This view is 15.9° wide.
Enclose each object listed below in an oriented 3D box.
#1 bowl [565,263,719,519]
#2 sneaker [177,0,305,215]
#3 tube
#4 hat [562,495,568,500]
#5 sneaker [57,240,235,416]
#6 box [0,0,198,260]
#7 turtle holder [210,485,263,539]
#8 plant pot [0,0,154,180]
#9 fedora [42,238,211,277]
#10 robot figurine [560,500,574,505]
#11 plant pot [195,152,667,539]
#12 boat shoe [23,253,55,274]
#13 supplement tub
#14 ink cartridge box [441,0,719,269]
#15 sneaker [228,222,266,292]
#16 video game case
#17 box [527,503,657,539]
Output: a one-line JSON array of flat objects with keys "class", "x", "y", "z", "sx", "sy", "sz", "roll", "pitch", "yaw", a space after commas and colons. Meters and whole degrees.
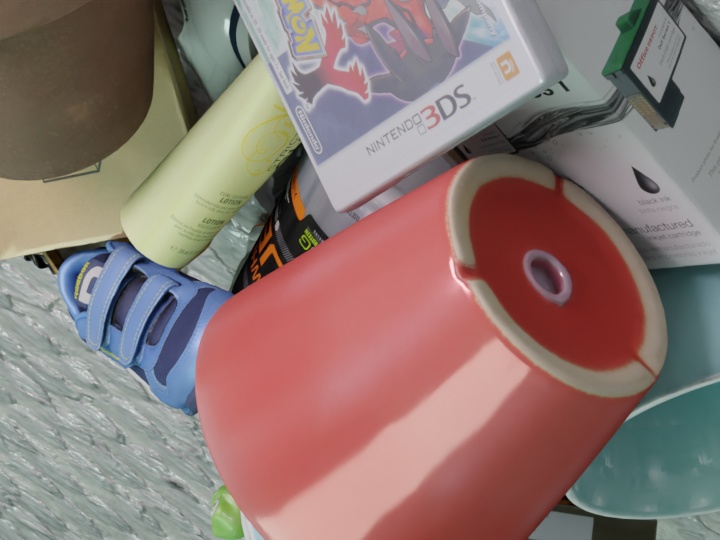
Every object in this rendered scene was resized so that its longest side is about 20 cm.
[{"class": "bowl", "x": 0.194, "y": 0.048, "z": 1.392, "sx": 0.200, "sy": 0.105, "sz": 0.201, "roll": -11, "pitch": 153, "yaw": -6}, {"class": "sneaker", "x": -0.059, "y": -0.109, "z": 1.482, "sx": 0.080, "sy": 0.076, "sz": 0.200, "roll": 25, "pitch": 147, "yaw": 27}, {"class": "tube", "x": -0.056, "y": -0.080, "z": 1.398, "sx": 0.052, "sy": 0.058, "sz": 0.200, "roll": 40, "pitch": 120, "yaw": -8}, {"class": "hat", "x": 0.116, "y": 0.081, "z": 1.492, "sx": 0.081, "sy": 0.200, "sz": 0.201, "roll": 55, "pitch": 170, "yaw": 35}, {"class": "sneaker", "x": -0.121, "y": 0.029, "z": 1.468, "sx": 0.082, "sy": 0.074, "sz": 0.200, "roll": 32, "pitch": 174, "yaw": -21}, {"class": "box", "x": -0.179, "y": -0.111, "z": 1.481, "sx": 0.163, "sy": 0.021, "sz": 0.201, "roll": -10, "pitch": 107, "yaw": 24}, {"class": "turtle holder", "x": -0.033, "y": 0.159, "z": 1.855, "sx": 0.185, "sy": 0.132, "sz": 0.141, "roll": 18, "pitch": 152, "yaw": 24}, {"class": "plant pot", "x": -0.185, "y": -0.144, "z": 1.357, "sx": 0.200, "sy": 0.200, "sz": 0.175, "roll": 16, "pitch": 141, "yaw": 28}, {"class": "fedora", "x": -0.149, "y": -0.053, "z": 1.615, "sx": 0.082, "sy": 0.201, "sz": 0.201, "roll": -28, "pitch": 127, "yaw": 15}, {"class": "robot figurine", "x": 0.111, "y": 0.136, "z": 1.668, "sx": 0.145, "sy": 0.058, "sz": 0.200, "roll": -28, "pitch": 142, "yaw": 36}, {"class": "plant pot", "x": 0.044, "y": 0.047, "z": 1.292, "sx": 0.200, "sy": 0.201, "sz": 0.177, "roll": 37, "pitch": 128, "yaw": -14}, {"class": "boat shoe", "x": -0.203, "y": -0.021, "z": 1.795, "sx": 0.200, "sy": 0.057, "sz": 0.069, "roll": 41, "pitch": 153, "yaw": -22}, {"class": "supplement tub", "x": 0.000, "y": 0.000, "z": 1.473, "sx": 0.122, "sy": 0.123, "sz": 0.200, "roll": 30, "pitch": 130, "yaw": 1}, {"class": "ink cartridge box", "x": 0.103, "y": -0.093, "z": 1.309, "sx": 0.146, "sy": 0.084, "sz": 0.200, "roll": -6, "pitch": 137, "yaw": 51}, {"class": "sneaker", "x": -0.026, "y": 0.061, "z": 1.717, "sx": 0.076, "sy": 0.092, "sz": 0.200, "roll": -2, "pitch": 140, "yaw": 50}, {"class": "video game case", "x": -0.001, "y": -0.148, "z": 1.248, "sx": 0.182, "sy": 0.023, "sz": 0.200, "roll": -31, "pitch": 84, "yaw": 51}, {"class": "box", "x": 0.075, "y": 0.154, "z": 1.558, "sx": 0.121, "sy": 0.033, "sz": 0.200, "roll": 11, "pitch": 170, "yaw": -25}]
